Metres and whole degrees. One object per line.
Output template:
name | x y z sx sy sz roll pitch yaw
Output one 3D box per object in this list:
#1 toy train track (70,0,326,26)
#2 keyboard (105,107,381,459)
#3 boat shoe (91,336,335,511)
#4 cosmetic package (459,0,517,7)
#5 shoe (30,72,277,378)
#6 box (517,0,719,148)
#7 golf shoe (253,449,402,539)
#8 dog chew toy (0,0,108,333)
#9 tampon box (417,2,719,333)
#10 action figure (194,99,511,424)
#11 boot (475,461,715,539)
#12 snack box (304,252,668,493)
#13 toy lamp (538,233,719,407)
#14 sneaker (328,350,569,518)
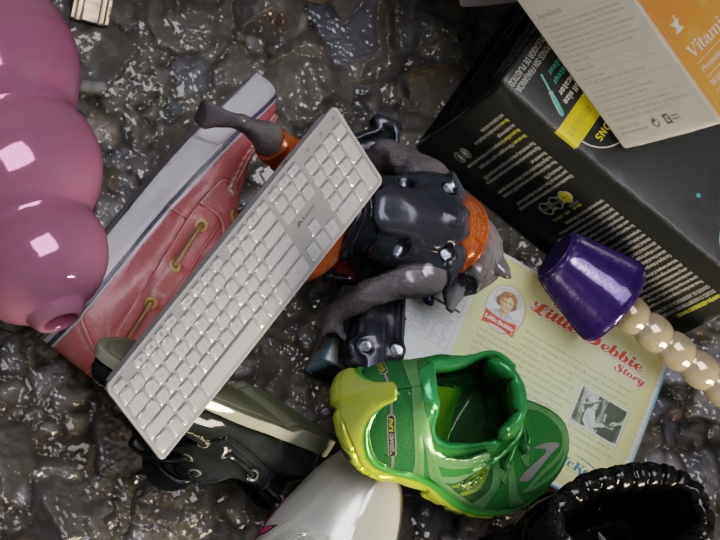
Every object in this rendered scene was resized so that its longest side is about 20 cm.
toy train track | -0.108 -0.194 1.542 0.199 0.033 0.116 12 71 -20
keyboard | -0.057 0.005 1.349 0.200 0.011 0.056 -52 122 -24
boat shoe | -0.089 0.089 1.412 0.074 0.199 0.066 34 94 29
cosmetic package | 0.077 -0.279 1.546 0.151 0.051 0.201 -56 137 -52
shoe | -0.092 -0.013 1.480 0.091 0.071 0.200 42 70 -8
box | 0.152 -0.188 1.450 0.124 0.097 0.200 -45 106 -26
golf shoe | -0.039 0.180 1.407 0.072 0.092 0.201 29 79 11
dog chew toy | -0.195 -0.060 1.407 0.124 0.125 0.201 -14 71 -25
tampon box | 0.169 -0.083 1.572 0.200 0.126 0.150 38 65 -9
action figure | 0.000 0.000 1.448 0.192 0.104 0.202 3 77 -32
boot | 0.081 0.177 1.445 0.210 0.158 0.080 -30 88 -27
snack box | 0.078 0.053 1.546 0.199 0.037 0.117 30 67 -12
toy lamp | 0.189 0.052 1.543 0.200 0.058 0.058 40 65 -11
sneaker | 0.065 0.089 1.433 0.200 0.083 0.075 16 61 -54
